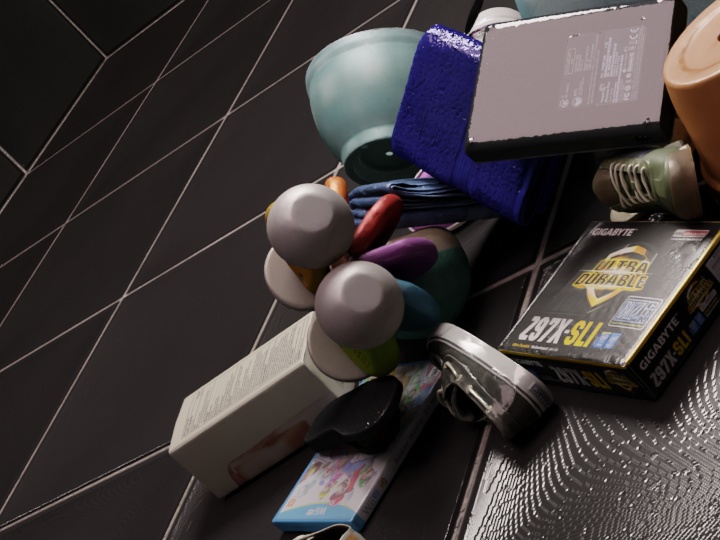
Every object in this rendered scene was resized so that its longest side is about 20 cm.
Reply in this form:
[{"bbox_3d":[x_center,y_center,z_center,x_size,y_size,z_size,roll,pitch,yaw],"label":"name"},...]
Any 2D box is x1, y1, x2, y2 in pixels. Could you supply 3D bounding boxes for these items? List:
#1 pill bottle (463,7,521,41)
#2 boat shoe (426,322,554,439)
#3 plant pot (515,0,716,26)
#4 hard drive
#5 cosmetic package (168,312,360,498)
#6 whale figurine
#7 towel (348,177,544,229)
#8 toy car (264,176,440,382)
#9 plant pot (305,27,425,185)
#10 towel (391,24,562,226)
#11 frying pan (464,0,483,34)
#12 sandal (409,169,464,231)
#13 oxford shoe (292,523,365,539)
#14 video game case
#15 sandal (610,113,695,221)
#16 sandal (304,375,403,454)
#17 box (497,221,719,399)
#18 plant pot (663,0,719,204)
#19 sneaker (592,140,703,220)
[{"bbox_3d":[0.155,-0.202,1.756,0.112,0.112,0.201,-36,27,22],"label":"pill bottle"},{"bbox_3d":[0.100,0.101,1.489,0.064,0.071,0.200,-46,22,-8],"label":"boat shoe"},{"bbox_3d":[0.253,-0.272,1.633,0.196,0.200,0.196,-40,-6,11],"label":"plant pot"},{"bbox_3d":[0.195,-0.174,1.498,0.199,0.033,0.140,-3,65,34],"label":"hard drive"},{"bbox_3d":[-0.101,0.146,1.760,0.199,0.087,0.104,-33,24,26],"label":"cosmetic package"},{"bbox_3d":[0.042,0.033,1.712,0.158,0.104,0.200,-20,-14,-28],"label":"whale figurine"},{"bbox_3d":[0.090,-0.076,1.715,0.199,0.049,0.111,-7,6,-25],"label":"towel"},{"bbox_3d":[0.000,0.000,1.565,0.149,0.201,0.175,-28,-16,-15],"label":"toy car"},{"bbox_3d":[0.033,-0.186,2.028,0.200,0.200,0.135,-28,53,37],"label":"plant pot"},{"bbox_3d":[0.123,-0.147,1.621,0.200,0.049,0.149,32,112,40],"label":"towel"},{"bbox_3d":[0.135,-0.308,1.668,0.115,0.031,0.191,-47,-20,-59],"label":"frying pan"},{"bbox_3d":[0.122,-0.112,1.823,0.202,0.083,0.050,-35,-16,22],"label":"sandal"},{"bbox_3d":[-0.051,0.266,1.482,0.200,0.058,0.075,-20,34,52],"label":"oxford shoe"},{"bbox_3d":[0.005,0.172,1.610,0.143,0.018,0.200,-12,38,54],"label":"video game case"},{"bbox_3d":[0.295,-0.143,1.581,0.212,0.070,0.078,-47,21,-5],"label":"sandal"},{"bbox_3d":[0.005,0.146,1.582,0.075,0.048,0.200,-54,10,-20],"label":"sandal"},{"bbox_3d":[0.227,0.029,1.419,0.160,0.049,0.200,-53,22,-15],"label":"box"},{"bbox_3d":[0.354,-0.158,1.402,0.200,0.140,0.200,-38,20,17],"label":"plant pot"},{"bbox_3d":[0.252,-0.075,1.454,0.089,0.068,0.200,-11,8,9],"label":"sneaker"}]
